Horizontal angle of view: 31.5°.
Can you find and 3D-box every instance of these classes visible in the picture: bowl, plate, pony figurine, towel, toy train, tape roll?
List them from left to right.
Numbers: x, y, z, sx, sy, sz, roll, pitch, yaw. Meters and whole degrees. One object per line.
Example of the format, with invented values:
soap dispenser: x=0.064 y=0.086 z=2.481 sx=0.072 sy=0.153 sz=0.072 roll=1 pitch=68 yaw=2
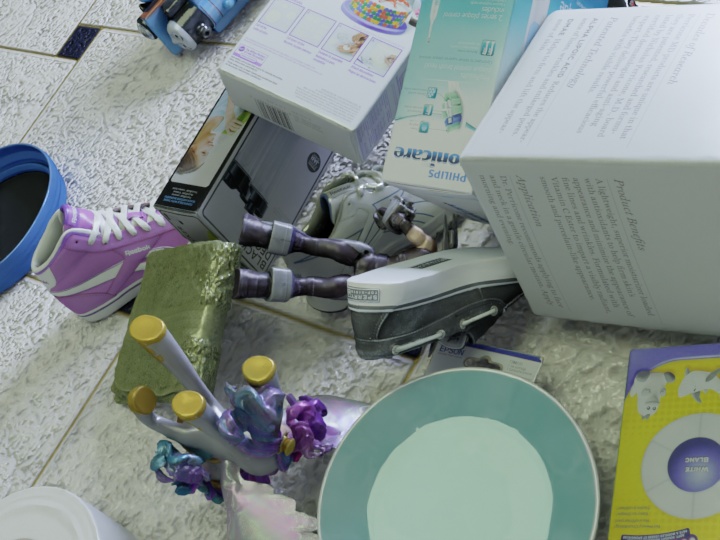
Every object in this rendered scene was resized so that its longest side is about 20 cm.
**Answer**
bowl: x=-0.412 y=-0.051 z=1.425 sx=0.200 sy=0.039 sz=0.202 roll=-20 pitch=48 yaw=23
tape roll: x=-0.270 y=0.283 z=1.043 sx=0.201 sy=0.071 sz=0.203 roll=-19 pitch=47 yaw=22
towel: x=-0.162 y=0.047 z=1.116 sx=0.200 sy=0.036 sz=0.149 roll=-12 pitch=63 yaw=61
toy train: x=-0.166 y=-0.330 z=1.434 sx=0.200 sy=0.087 sz=0.114 roll=-48 pitch=50 yaw=-6
pony figurine: x=-0.080 y=0.132 z=0.963 sx=0.192 sy=0.200 sz=0.167 roll=16 pitch=60 yaw=25
plate: x=0.066 y=0.161 z=0.873 sx=0.199 sy=0.026 sz=0.201 roll=-10 pitch=58 yaw=16

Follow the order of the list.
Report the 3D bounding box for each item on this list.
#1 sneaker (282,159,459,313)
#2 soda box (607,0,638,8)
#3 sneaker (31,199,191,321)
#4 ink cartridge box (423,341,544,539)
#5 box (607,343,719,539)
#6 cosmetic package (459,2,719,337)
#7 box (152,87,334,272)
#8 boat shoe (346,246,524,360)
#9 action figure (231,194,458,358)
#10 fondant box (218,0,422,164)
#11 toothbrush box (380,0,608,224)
sneaker: x=0.017 y=-0.054 z=1.085 sx=0.200 sy=0.087 sz=0.074 roll=-44 pitch=37 yaw=-4
soda box: x=0.148 y=-0.171 z=1.098 sx=0.199 sy=0.063 sz=0.071 roll=-18 pitch=49 yaw=25
sneaker: x=-0.226 y=-0.040 z=1.230 sx=0.200 sy=0.114 sz=0.073 roll=-38 pitch=42 yaw=3
ink cartridge box: x=0.064 y=0.149 z=0.930 sx=0.099 sy=0.039 sz=0.201 roll=11 pitch=66 yaw=40
box: x=0.221 y=0.143 z=0.816 sx=0.117 sy=0.048 sz=0.201 roll=-8 pitch=55 yaw=31
cosmetic package: x=0.210 y=-0.071 z=0.886 sx=0.199 sy=0.165 sz=0.165 roll=6 pitch=50 yaw=38
box: x=-0.093 y=-0.104 z=1.184 sx=0.060 sy=0.117 sz=0.201 roll=12 pitch=64 yaw=38
boat shoe: x=0.072 y=0.024 z=0.953 sx=0.071 sy=0.199 sz=0.068 roll=7 pitch=105 yaw=44
action figure: x=0.000 y=0.000 z=1.023 sx=0.199 sy=0.069 sz=0.131 roll=9 pitch=82 yaw=-3
fondant box: x=-0.008 y=-0.208 z=1.117 sx=0.144 sy=0.058 sz=0.201 roll=27 pitch=72 yaw=22
toothbrush box: x=0.107 y=-0.143 z=0.981 sx=0.085 sy=0.146 sz=0.201 roll=12 pitch=86 yaw=35
